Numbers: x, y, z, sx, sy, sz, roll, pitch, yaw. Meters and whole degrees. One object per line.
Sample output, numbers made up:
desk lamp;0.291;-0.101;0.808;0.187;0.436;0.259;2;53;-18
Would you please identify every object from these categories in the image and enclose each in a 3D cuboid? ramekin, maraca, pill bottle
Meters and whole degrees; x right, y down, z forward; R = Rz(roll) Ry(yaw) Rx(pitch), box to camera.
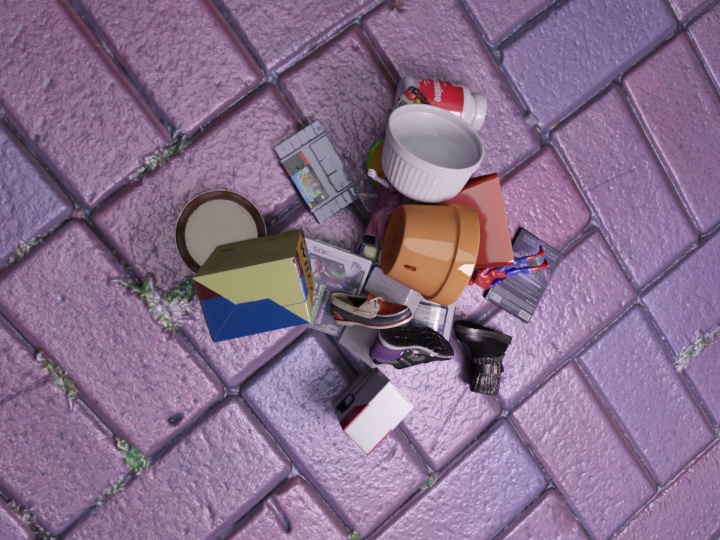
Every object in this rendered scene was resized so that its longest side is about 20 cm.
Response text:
ramekin;0.134;-0.227;1.051;0.197;0.106;0.202;10;49;-12
maraca;0.110;-0.243;1.215;0.196;0.107;0.139;0;114;-14
pill bottle;0.183;-0.376;1.219;0.196;0.112;0.114;4;93;-12
pill bottle;0.163;0.102;1.247;0.118;0.120;0.204;10;92;-13

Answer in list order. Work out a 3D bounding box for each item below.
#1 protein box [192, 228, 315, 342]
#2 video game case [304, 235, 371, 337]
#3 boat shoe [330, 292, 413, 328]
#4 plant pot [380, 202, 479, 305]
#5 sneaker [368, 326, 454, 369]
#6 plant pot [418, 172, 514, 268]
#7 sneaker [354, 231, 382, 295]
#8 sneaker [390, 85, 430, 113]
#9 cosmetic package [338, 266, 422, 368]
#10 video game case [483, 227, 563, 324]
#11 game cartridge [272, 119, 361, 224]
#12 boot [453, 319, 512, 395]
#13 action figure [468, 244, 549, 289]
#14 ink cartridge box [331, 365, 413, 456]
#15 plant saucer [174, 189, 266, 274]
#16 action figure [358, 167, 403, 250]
protein box;-0.202;0.024;1.068;0.195;0.200;0.137;-11;109;2
video game case;-0.090;0.038;1.193;0.179;0.023;0.203;19;109;-5
boat shoe;0.019;0.081;1.128;0.071;0.197;0.064;-29;113;-51
plant pot;0.125;-0.045;1.036;0.138;0.200;0.204;13;91;-14
sneaker;0.108;0.175;1.153;0.197;0.076;0.088;13;126;-26
plant pot;0.224;-0.101;1.217;0.173;0.200;0.203;-12;97;0
sneaker;0.000;0.000;1.225;0.075;0.077;0.203;20;91;-15
sneaker;0.145;-0.306;1.157;0.082;0.078;0.200;-35;118;27
cosmetic package;0.047;0.106;1.200;0.112;0.081;0.202;29;99;29
video game case;0.417;0.014;1.349;0.142;0.019;0.202;30;86;-13
game cartridge;-0.098;-0.223;1.210;0.129;0.038;0.202;-34;101;-12
boot;0.284;0.215;1.276;0.209;0.079;0.160;19;89;-37
action figure;0.351;-0.002;1.288;0.197;0.052;0.066;-21;122;15
ink cartridge box;0.020;0.303;1.189;0.146;0.200;0.083;-45;99;-6
plant saucer;-0.308;-0.076;1.173;0.197;0.032;0.204;-1;95;-13
action figure;0.067;-0.141;1.125;0.147;0.134;0.203;16;91;-4
